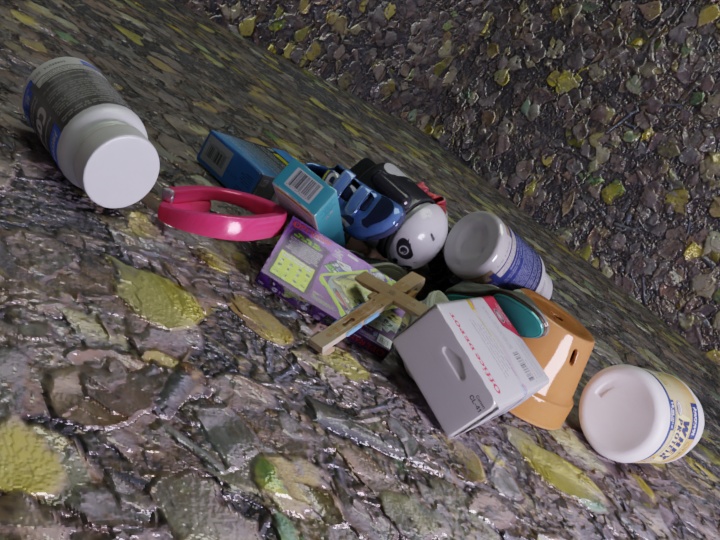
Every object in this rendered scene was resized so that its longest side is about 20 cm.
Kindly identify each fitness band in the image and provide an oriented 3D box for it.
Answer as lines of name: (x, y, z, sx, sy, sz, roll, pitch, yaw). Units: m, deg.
fitness band: (-0.180, -0.078, 1.035, 0.141, 0.038, 0.200, 17, 14, 18)

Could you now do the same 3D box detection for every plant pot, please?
plant pot: (0.264, 0.124, 1.193, 0.198, 0.141, 0.200, 31, 16, -10)

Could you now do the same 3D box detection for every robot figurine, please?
robot figurine: (0.049, -0.091, 1.255, 0.200, 0.126, 0.149, 44, 23, 24)

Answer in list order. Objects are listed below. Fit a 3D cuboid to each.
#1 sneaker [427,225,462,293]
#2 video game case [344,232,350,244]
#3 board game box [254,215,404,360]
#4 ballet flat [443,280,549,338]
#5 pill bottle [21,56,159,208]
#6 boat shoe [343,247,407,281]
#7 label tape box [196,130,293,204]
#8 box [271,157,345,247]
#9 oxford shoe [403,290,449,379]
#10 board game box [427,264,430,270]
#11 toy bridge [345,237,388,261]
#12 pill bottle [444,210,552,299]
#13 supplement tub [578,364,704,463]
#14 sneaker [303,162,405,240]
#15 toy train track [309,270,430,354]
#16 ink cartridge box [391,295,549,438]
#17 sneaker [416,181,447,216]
sneaker: (0.135, 0.009, 1.288, 0.106, 0.074, 0.201, 47, 35, -21)
video game case: (0.001, -0.025, 1.334, 0.180, 0.024, 0.200, 32, 17, -8)
board game box: (-0.031, 0.021, 1.037, 0.198, 0.032, 0.121, 32, 48, -5)
ballet flat: (0.205, 0.047, 1.130, 0.063, 0.068, 0.198, -30, 25, -32)
pill bottle: (-0.330, -0.169, 0.954, 0.113, 0.115, 0.200, 13, 25, -49)
boat shoe: (0.000, 0.000, 1.168, 0.198, 0.072, 0.068, 9, 31, -50)
label tape box: (-0.163, -0.163, 1.343, 0.144, 0.064, 0.199, 41, 18, 28)
box: (-0.071, -0.078, 1.130, 0.082, 0.049, 0.200, 39, -14, 14)
oxford shoe: (0.089, 0.098, 1.096, 0.076, 0.057, 0.201, 53, 27, -15)
board game box: (0.133, -0.009, 1.447, 0.200, 0.026, 0.201, 44, 11, -23)
toy bridge: (0.029, -0.041, 1.341, 0.067, 0.027, 0.200, 36, 16, 6)
pill bottle: (0.230, -0.004, 1.258, 0.199, 0.111, 0.111, 33, 11, -42)
supplement tub: (0.451, 0.230, 1.232, 0.198, 0.146, 0.144, 15, 24, -46)
sneaker: (-0.020, -0.106, 1.163, 0.198, 0.074, 0.083, 22, -27, 36)
toy train track: (0.012, 0.058, 0.984, 0.114, 0.033, 0.199, 29, 42, 31)
ink cartridge box: (0.147, 0.118, 1.007, 0.199, 0.085, 0.149, -3, 57, -58)
sneaker: (0.143, -0.097, 1.492, 0.200, 0.087, 0.074, 37, 15, -45)
